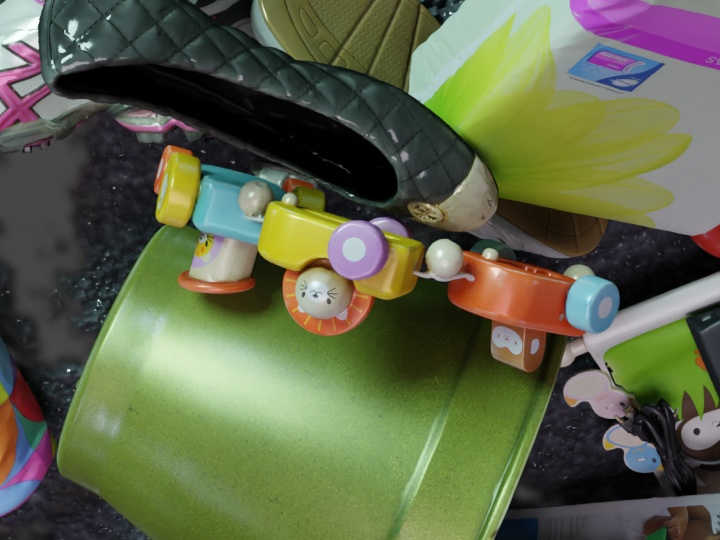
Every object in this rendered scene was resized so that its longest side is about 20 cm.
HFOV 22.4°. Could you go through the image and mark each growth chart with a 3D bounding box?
[{"bbox_3d":[0.194,0.071,0.912,0.144,0.018,0.200,-30,125,21],"label":"growth chart"}]

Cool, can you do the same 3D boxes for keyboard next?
[{"bbox_3d":[0.205,0.091,0.905,0.126,0.021,0.201,-20,127,14],"label":"keyboard"}]

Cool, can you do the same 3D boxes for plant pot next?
[{"bbox_3d":[-0.030,0.072,0.846,0.192,0.201,0.201,24,119,1],"label":"plant pot"}]

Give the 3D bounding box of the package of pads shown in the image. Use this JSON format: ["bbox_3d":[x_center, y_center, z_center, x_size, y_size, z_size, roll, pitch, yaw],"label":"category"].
[{"bbox_3d":[0.125,-0.085,0.717,0.154,0.069,0.200,11,157,-21],"label":"package of pads"}]

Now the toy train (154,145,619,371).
[{"bbox_3d":[0.000,0.000,0.769,0.199,0.150,0.056,20,97,37],"label":"toy train"}]

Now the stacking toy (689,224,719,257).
[{"bbox_3d":[0.211,-0.084,0.806,0.085,0.086,0.200,28,124,-15],"label":"stacking toy"}]

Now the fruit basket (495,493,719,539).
[{"bbox_3d":[0.126,0.203,0.891,0.199,0.187,0.094,-10,159,36],"label":"fruit basket"}]

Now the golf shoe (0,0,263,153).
[{"bbox_3d":[-0.136,-0.101,0.805,0.198,0.073,0.093,-6,111,-5],"label":"golf shoe"}]

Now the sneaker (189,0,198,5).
[{"bbox_3d":[-0.100,-0.193,0.718,0.075,0.077,0.201,-12,98,2],"label":"sneaker"}]

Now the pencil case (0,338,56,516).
[{"bbox_3d":[-0.221,0.037,0.879,0.088,0.089,0.201,-15,118,10],"label":"pencil case"}]

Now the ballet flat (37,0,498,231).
[{"bbox_3d":[-0.035,-0.055,0.703,0.199,0.057,0.066,23,149,-21],"label":"ballet flat"}]

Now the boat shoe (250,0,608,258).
[{"bbox_3d":[0.021,-0.065,0.818,0.200,0.071,0.069,38,153,-22],"label":"boat shoe"}]
